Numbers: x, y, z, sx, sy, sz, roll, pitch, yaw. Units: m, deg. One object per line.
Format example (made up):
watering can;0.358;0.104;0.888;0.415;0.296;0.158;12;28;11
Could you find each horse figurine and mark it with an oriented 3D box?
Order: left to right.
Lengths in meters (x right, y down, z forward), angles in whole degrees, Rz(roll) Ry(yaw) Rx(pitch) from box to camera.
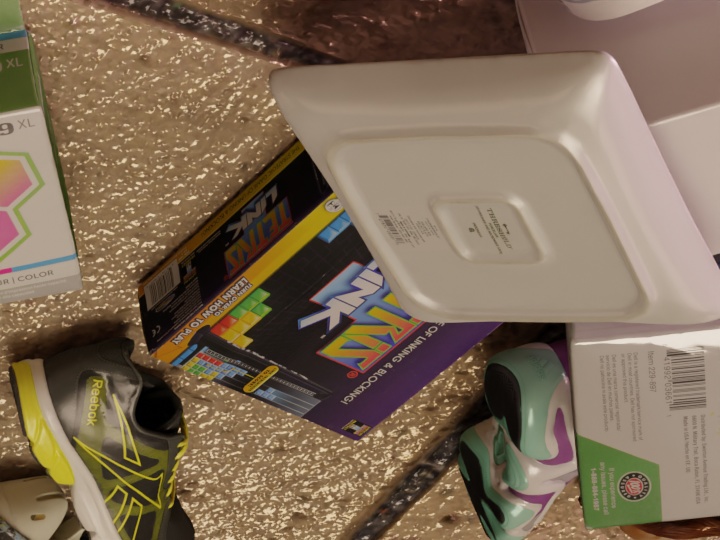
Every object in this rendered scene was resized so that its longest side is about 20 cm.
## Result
horse figurine;0.196;0.130;1.817;0.132;0.200;0.050;-20;101;5

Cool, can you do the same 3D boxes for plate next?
plate;0.069;-0.031;1.518;0.199;0.032;0.200;0;141;31

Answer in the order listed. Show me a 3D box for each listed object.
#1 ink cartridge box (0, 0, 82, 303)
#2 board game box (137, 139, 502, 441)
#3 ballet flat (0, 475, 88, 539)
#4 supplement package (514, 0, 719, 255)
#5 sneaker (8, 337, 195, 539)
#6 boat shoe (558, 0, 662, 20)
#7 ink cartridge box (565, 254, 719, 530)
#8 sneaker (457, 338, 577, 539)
ink cartridge box;-0.210;-0.064;1.529;0.103;0.059;0.200;-11;141;-4
board game box;0.000;0.000;1.669;0.165;0.057;0.200;25;127;-36
ballet flat;-0.188;0.161;1.808;0.074;0.074;0.200;-34;139;23
supplement package;0.196;-0.096;1.562;0.199;0.120;0.121;-16;140;3
sneaker;-0.132;0.113;1.749;0.084;0.075;0.200;-22;140;9
boat shoe;0.178;-0.195;1.489;0.199;0.072;0.069;-18;141;20
ink cartridge box;0.216;0.057;1.653;0.199;0.088;0.146;-5;128;4
sneaker;0.140;0.096;1.810;0.139;0.078;0.200;-17;157;-16
